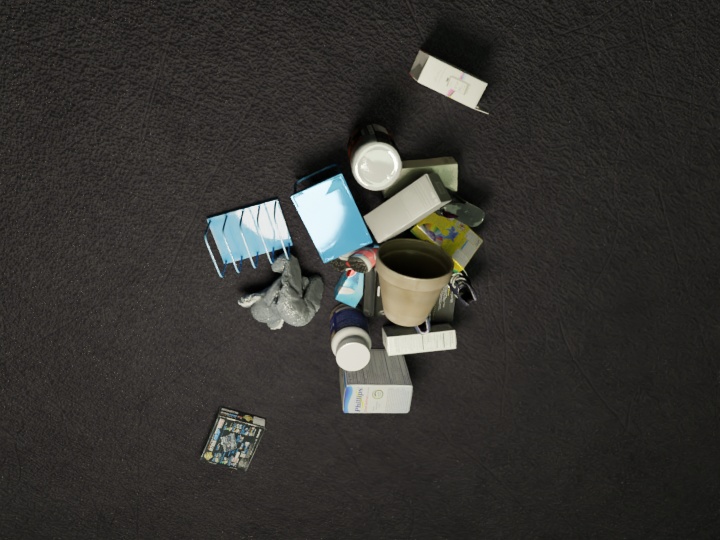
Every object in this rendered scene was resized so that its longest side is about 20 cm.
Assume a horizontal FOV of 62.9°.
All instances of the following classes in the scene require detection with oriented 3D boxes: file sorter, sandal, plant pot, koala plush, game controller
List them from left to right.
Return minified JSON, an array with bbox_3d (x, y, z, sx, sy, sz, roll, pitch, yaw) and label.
[{"bbox_3d":[-0.293,-0.081,1.551,0.197,0.123,0.140,-15,118,1],"label":"file sorter"},{"bbox_3d":[-0.229,0.087,1.628,0.198,0.185,0.177,-22,135,29],"label":"koala plush"},{"bbox_3d":[-0.076,-0.154,1.528,0.137,0.123,0.201,-23,118,6],"label":"file sorter"},{"bbox_3d":[0.058,0.052,1.638,0.103,0.042,0.202,-6,128,-11],"label":"game controller"},{"bbox_3d":[0.129,0.040,1.516,0.197,0.201,0.175,2,122,-7],"label":"plant pot"},{"bbox_3d":[0.241,-0.165,1.537,0.198,0.048,0.076,17,118,-16],"label":"sandal"}]

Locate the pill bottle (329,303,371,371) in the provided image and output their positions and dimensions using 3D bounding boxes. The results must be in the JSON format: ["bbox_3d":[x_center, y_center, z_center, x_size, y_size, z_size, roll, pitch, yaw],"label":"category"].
[{"bbox_3d":[-0.029,0.188,1.673,0.114,0.201,0.117,-2,117,-5],"label":"pill bottle"}]

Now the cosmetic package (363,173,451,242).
[{"bbox_3d":[0.119,-0.157,1.479,0.199,0.107,0.091,-29,88,24],"label":"cosmetic package"}]

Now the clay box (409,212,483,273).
[{"bbox_3d":[0.223,-0.103,1.583,0.200,0.048,0.115,42,63,-3],"label":"clay box"}]

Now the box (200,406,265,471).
[{"bbox_3d":[-0.412,0.548,1.902,0.157,0.046,0.202,19,114,-15],"label":"box"}]

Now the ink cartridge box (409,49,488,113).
[{"bbox_3d":[0.226,-0.455,1.420,0.198,0.117,0.068,20,113,-17],"label":"ink cartridge box"}]

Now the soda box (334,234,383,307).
[{"bbox_3d":[0.000,0.000,1.657,0.067,0.064,0.201,23,112,-17],"label":"soda box"}]

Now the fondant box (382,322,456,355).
[{"bbox_3d":[0.168,0.196,1.727,0.197,0.144,0.059,-5,97,-4],"label":"fondant box"}]

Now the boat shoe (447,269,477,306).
[{"bbox_3d":[0.259,0.006,1.617,0.074,0.093,0.201,-35,111,7],"label":"boat shoe"}]

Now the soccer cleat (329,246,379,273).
[{"bbox_3d":[-0.024,-0.039,1.589,0.073,0.199,0.069,-40,118,-27],"label":"soccer cleat"}]

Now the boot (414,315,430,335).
[{"bbox_3d":[0.156,0.077,1.636,0.072,0.091,0.202,-18,115,9],"label":"boot"}]

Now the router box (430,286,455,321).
[{"bbox_3d":[0.203,0.053,1.712,0.147,0.051,0.202,1,115,-7],"label":"router box"}]

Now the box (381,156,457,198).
[{"bbox_3d":[0.153,-0.245,1.546,0.197,0.069,0.083,-4,118,-4],"label":"box"}]

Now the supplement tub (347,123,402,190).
[{"bbox_3d":[0.031,-0.285,1.437,0.121,0.201,0.124,-2,118,-4],"label":"supplement tub"}]

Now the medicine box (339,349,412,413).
[{"bbox_3d":[0.041,0.328,1.763,0.197,0.183,0.104,2,117,-7],"label":"medicine box"}]
